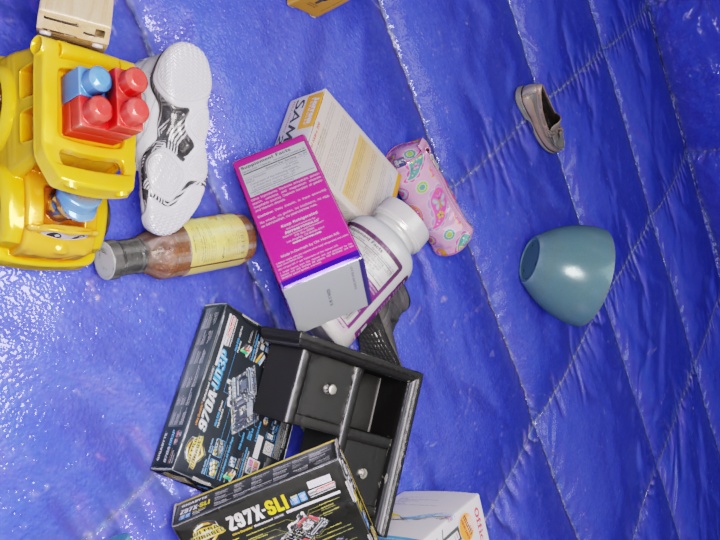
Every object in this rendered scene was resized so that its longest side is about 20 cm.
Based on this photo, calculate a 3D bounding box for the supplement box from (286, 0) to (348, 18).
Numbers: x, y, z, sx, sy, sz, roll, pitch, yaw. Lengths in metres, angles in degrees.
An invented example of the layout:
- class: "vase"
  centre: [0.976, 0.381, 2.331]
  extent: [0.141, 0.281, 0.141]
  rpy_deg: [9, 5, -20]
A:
- class: "supplement box"
  centre: [-0.017, -0.426, 1.078]
  extent: [0.066, 0.197, 0.071]
  rpy_deg: [6, 74, -49]

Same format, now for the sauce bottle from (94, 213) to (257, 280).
- class: "sauce bottle"
  centre: [-0.205, -0.026, 0.874]
  extent: [0.198, 0.065, 0.068]
  rpy_deg: [-11, 91, -53]

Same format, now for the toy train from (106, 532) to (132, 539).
- class: "toy train"
  centre: [-0.266, 0.349, 0.719]
  extent: [0.199, 0.084, 0.118]
  rpy_deg: [-32, 97, -49]

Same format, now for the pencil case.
- class: "pencil case"
  centre: [0.115, -0.121, 1.272]
  extent: [0.202, 0.086, 0.088]
  rpy_deg: [58, 45, -27]

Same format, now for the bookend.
- class: "bookend"
  centre: [-0.042, 0.192, 0.920]
  extent: [0.198, 0.091, 0.203]
  rpy_deg: [23, 76, -36]

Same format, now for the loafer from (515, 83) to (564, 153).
- class: "loafer"
  centre: [0.408, -0.330, 1.689]
  extent: [0.200, 0.062, 0.073]
  rpy_deg: [42, 54, -38]

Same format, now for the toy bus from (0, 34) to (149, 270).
- class: "toy bus"
  centre: [-0.267, -0.111, 0.718]
  extent: [0.134, 0.189, 0.205]
  rpy_deg: [5, 80, -51]

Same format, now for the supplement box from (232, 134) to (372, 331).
- class: "supplement box"
  centre: [-0.071, -0.047, 0.924]
  extent: [0.102, 0.101, 0.203]
  rpy_deg: [78, -10, -56]

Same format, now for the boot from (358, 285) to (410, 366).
- class: "boot"
  centre: [0.044, 0.084, 1.162]
  extent: [0.132, 0.068, 0.204]
  rpy_deg: [-43, 120, -51]

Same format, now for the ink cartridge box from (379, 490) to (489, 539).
- class: "ink cartridge box"
  centre: [0.076, 0.414, 1.070]
  extent: [0.198, 0.142, 0.151]
  rpy_deg: [-16, 94, -51]

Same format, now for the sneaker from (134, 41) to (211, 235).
- class: "sneaker"
  centre: [-0.224, -0.142, 0.844]
  extent: [0.074, 0.113, 0.205]
  rpy_deg: [7, 90, -49]

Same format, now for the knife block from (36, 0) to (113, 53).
- class: "knife block"
  centre: [-0.272, -0.303, 0.754]
  extent: [0.063, 0.199, 0.180]
  rpy_deg: [7, 95, -23]

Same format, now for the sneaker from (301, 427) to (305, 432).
- class: "sneaker"
  centre: [-0.022, 0.230, 1.029]
  extent: [0.082, 0.071, 0.203]
  rpy_deg: [-28, 106, -12]

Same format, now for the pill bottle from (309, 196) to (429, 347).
- class: "pill bottle"
  centre: [0.000, 0.000, 1.033]
  extent: [0.200, 0.112, 0.113]
  rpy_deg: [-47, 121, -15]

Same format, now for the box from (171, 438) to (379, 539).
- class: "box"
  centre: [-0.087, 0.299, 0.859]
  extent: [0.049, 0.196, 0.163]
  rpy_deg: [-112, 180, -73]

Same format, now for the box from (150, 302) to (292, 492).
- class: "box"
  centre: [-0.147, 0.165, 0.922]
  extent: [0.158, 0.045, 0.204]
  rpy_deg: [38, 56, -41]

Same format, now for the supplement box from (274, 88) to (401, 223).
- class: "supplement box"
  centre: [-0.033, -0.138, 1.100]
  extent: [0.200, 0.072, 0.128]
  rpy_deg: [43, 52, -39]

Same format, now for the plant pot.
- class: "plant pot"
  centre: [0.395, -0.003, 1.536]
  extent: [0.132, 0.200, 0.205]
  rpy_deg: [15, 67, -10]
